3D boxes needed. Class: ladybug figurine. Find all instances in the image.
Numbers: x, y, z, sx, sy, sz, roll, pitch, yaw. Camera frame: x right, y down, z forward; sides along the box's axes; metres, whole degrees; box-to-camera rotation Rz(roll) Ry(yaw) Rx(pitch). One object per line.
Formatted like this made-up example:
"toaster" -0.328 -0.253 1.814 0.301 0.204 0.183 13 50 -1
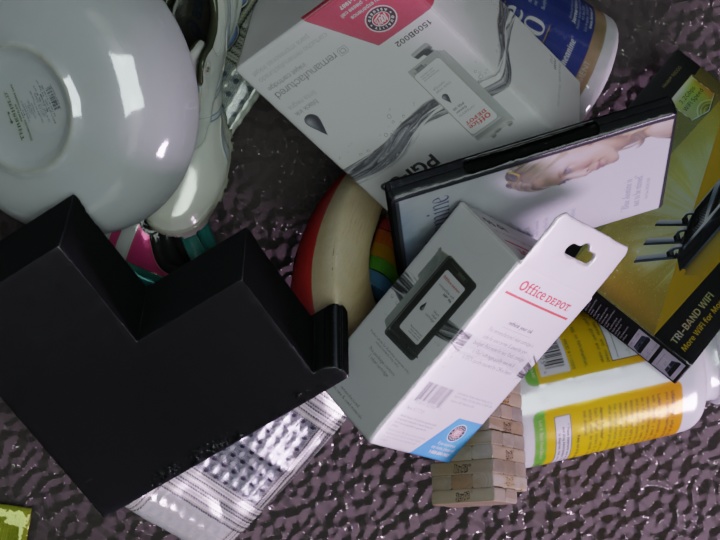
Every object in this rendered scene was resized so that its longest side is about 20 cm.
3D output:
"ladybug figurine" 0.000 0.000 1.303 0.072 0.201 0.136 -7 131 29

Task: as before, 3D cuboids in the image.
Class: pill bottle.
"pill bottle" 0.080 -0.181 1.303 0.199 0.111 0.112 26 95 -14
"pill bottle" 0.199 0.079 1.375 0.199 0.111 0.112 -12 103 -8

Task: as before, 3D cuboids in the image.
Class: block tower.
"block tower" 0.082 0.070 1.298 0.057 0.054 0.202 -8 76 31

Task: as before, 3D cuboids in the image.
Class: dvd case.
"dvd case" 0.116 -0.051 1.214 0.199 0.143 0.018 -17 66 -2

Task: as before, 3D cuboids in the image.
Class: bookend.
"bookend" -0.143 0.024 1.163 0.198 0.092 0.200 -31 114 14

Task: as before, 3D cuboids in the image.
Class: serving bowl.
"serving bowl" -0.207 -0.114 1.179 0.199 0.066 0.202 8 109 24

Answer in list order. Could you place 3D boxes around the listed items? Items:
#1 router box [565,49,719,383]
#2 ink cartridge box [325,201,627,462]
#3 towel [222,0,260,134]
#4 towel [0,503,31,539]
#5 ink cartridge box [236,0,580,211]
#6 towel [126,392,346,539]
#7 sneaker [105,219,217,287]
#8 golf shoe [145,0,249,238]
"router box" 0.237 -0.042 1.332 0.157 0.052 0.200 38 73 9
"ink cartridge box" 0.077 0.030 1.208 0.200 0.068 0.116 -50 148 12
"towel" -0.133 -0.204 1.280 0.192 0.035 0.201 33 94 5
"towel" -0.354 0.208 1.343 0.199 0.018 0.087 9 99 -13
"ink cartridge box" 0.037 -0.132 1.221 0.146 0.083 0.200 -31 121 32
"towel" -0.108 0.105 1.316 0.193 0.035 0.200 -46 127 4
"sneaker" -0.166 -0.054 1.294 0.120 0.084 0.200 -36 106 -2
"golf shoe" -0.126 -0.123 1.215 0.078 0.097 0.202 6 92 5
